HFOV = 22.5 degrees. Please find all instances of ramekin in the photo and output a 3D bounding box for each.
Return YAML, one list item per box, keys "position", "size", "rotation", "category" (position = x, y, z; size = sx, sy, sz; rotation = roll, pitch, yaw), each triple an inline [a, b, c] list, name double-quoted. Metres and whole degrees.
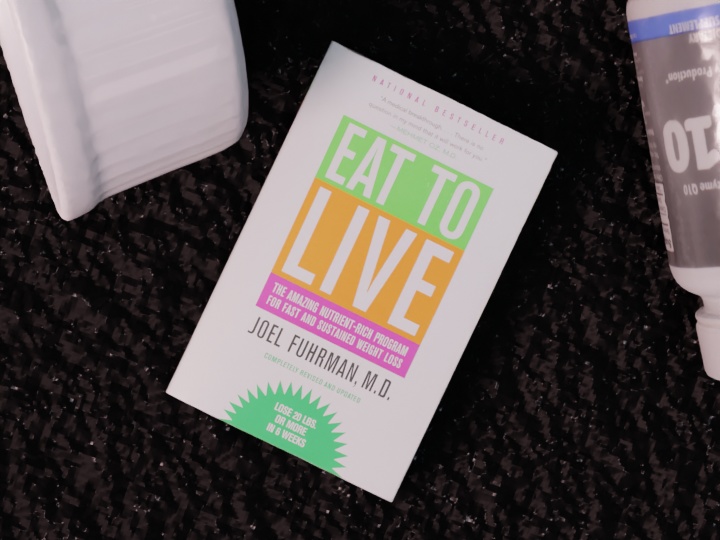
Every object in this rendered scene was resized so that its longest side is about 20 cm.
- position: [-0.123, -0.133, 0.846]
  size: [0.097, 0.200, 0.203]
  rotation: [-17, 96, -11]
  category: "ramekin"

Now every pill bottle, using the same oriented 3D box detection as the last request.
- position: [0.206, -0.052, 0.923]
  size: [0.112, 0.114, 0.202]
  rotation: [-12, 96, -4]
  category: "pill bottle"

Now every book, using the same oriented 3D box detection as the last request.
- position: [0.000, 0.000, 0.945]
  size: [0.132, 0.048, 0.202]
  rotation: [25, 94, -3]
  category: "book"
